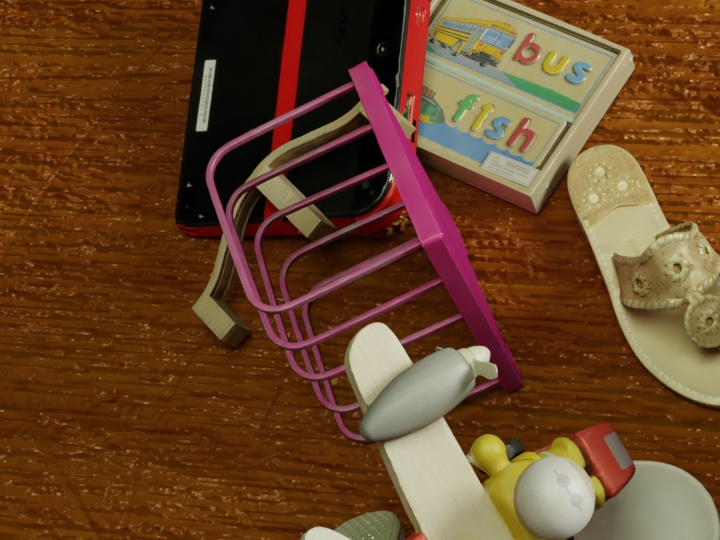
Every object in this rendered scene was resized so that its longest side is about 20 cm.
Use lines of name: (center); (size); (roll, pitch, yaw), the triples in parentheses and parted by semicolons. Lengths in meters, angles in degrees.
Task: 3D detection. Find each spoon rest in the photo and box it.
spoon rest: (0.158, 0.203, 1.250); (0.098, 0.061, 0.202); (0, 62, 18)

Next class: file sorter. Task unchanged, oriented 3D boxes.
file sorter: (0.000, 0.000, 1.336); (0.125, 0.200, 0.140); (-25, 56, 5)

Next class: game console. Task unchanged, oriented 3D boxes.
game console: (-0.040, -0.122, 1.495); (0.175, 0.031, 0.202); (-2, 72, 27)

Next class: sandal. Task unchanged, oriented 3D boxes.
sandal: (0.186, -0.008, 1.356); (0.077, 0.070, 0.213); (-28, 57, 0)

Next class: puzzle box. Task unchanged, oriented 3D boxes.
puzzle box: (0.075, -0.133, 1.491); (0.199, 0.025, 0.134); (25, 71, 28)

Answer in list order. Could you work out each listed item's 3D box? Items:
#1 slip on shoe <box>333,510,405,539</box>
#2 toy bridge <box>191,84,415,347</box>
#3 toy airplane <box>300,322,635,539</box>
slip on shoe: (-0.016, 0.233, 1.292); (0.074, 0.061, 0.201); (-12, 42, 34)
toy bridge: (-0.046, -0.046, 1.439); (0.067, 0.027, 0.200); (43, 99, 27)
toy airplane: (0.069, 0.143, 1.175); (0.141, 0.199, 0.201); (-36, 36, 51)
